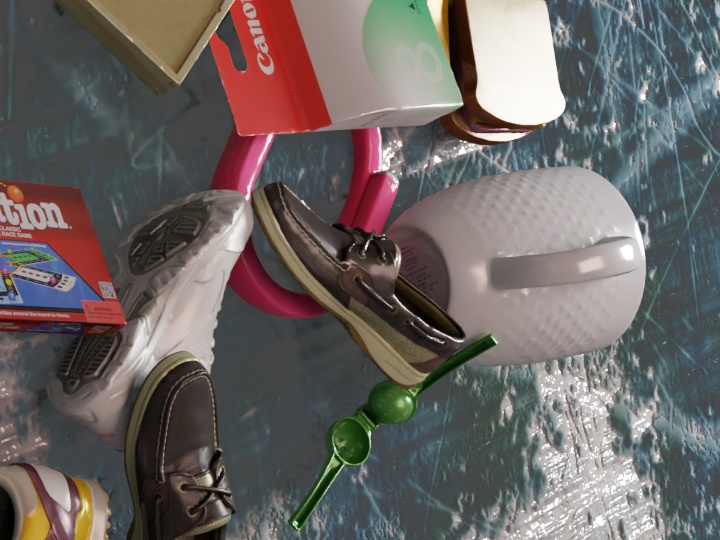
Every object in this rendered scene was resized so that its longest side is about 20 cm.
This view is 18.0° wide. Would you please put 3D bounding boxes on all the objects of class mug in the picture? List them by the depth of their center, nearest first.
[{"bbox_3d":[0.118,-0.001,1.693,0.175,0.200,0.148,-8,91,-40],"label":"mug"}]

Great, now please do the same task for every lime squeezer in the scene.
[{"bbox_3d":[0.012,0.108,1.649,0.200,0.071,0.038,-42,90,-10],"label":"lime squeezer"}]

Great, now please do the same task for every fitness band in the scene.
[{"bbox_3d":[-0.039,-0.059,1.638,0.144,0.037,0.200,45,55,-37],"label":"fitness band"}]

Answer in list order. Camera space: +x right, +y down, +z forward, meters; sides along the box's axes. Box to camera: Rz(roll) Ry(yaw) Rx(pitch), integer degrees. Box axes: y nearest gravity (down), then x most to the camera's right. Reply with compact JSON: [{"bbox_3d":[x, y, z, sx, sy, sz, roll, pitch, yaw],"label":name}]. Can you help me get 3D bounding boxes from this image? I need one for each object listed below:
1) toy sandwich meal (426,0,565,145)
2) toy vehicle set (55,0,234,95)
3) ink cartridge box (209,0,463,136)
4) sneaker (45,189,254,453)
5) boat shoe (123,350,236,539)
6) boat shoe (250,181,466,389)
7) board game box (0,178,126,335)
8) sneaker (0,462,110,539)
[{"bbox_3d":[0.095,-0.199,1.772,0.205,0.070,0.205,4,85,-49],"label":"toy sandwich meal"},{"bbox_3d":[-0.127,-0.231,1.534,0.124,0.026,0.200,44,56,-22],"label":"toy vehicle set"},{"bbox_3d":[-0.027,-0.179,1.618,0.200,0.050,0.161,-7,75,-50],"label":"ink cartridge box"},{"bbox_3d":[-0.127,0.036,1.516,0.200,0.078,0.099,-56,134,-23],"label":"sneaker"},{"bbox_3d":[-0.111,0.151,1.476,0.072,0.066,0.201,-18,125,-45],"label":"boat shoe"},{"bbox_3d":[0.000,0.000,1.586,0.200,0.065,0.073,46,16,-35],"label":"boat shoe"},{"bbox_3d":[-0.236,-0.012,1.393,0.200,0.019,0.103,4,57,-49],"label":"board game box"},{"bbox_3d":[-0.215,0.219,1.405,0.090,0.075,0.200,17,68,-38],"label":"sneaker"}]
